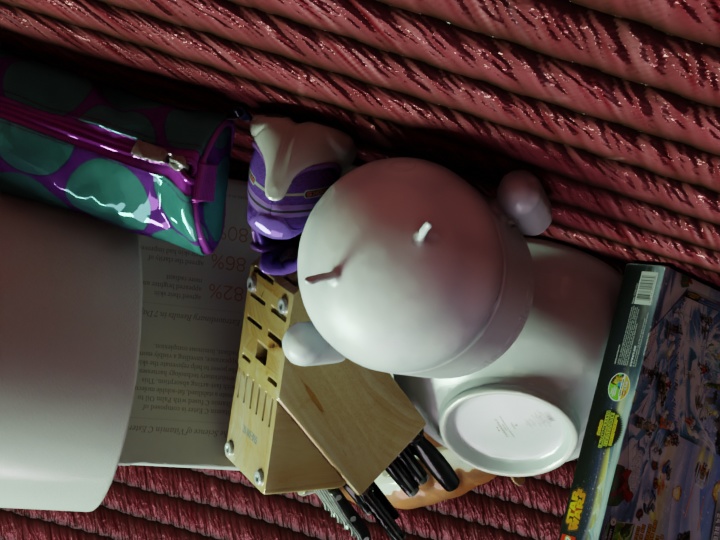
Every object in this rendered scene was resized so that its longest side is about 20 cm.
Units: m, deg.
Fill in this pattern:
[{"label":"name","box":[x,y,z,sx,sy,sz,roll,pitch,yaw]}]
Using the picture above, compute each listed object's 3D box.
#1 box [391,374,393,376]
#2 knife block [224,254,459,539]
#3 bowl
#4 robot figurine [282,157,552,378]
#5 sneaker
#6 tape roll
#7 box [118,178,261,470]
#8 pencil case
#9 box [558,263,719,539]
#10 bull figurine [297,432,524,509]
[{"label":"box","box":[0.064,0.079,1.132,0.198,0.099,0.124,-16,157,33]},{"label":"knife block","box":[0.001,0.089,0.926,0.173,0.203,0.064,-1,-162,-32]},{"label":"bowl","box":[0.106,0.079,0.944,0.198,0.091,0.203,7,138,6]},{"label":"robot figurine","box":[0.034,0.001,0.759,0.114,0.169,0.200,55,-168,15]},{"label":"sneaker","box":[-0.040,-0.035,0.824,0.079,0.085,0.200,15,174,10]},{"label":"tape roll","box":[-0.225,0.045,0.844,0.137,0.206,0.202,6,177,-23]},{"label":"box","box":[-0.123,0.038,0.975,0.150,0.203,0.106,8,174,-30]},{"label":"pencil case","box":[-0.168,-0.076,0.784,0.197,0.086,0.092,16,170,4]},{"label":"box","box":[0.209,0.112,0.904,0.136,0.203,0.040,21,171,-33]},{"label":"bull figurine","box":[0.041,0.155,1.101,0.120,0.066,0.199,16,152,-35]}]
